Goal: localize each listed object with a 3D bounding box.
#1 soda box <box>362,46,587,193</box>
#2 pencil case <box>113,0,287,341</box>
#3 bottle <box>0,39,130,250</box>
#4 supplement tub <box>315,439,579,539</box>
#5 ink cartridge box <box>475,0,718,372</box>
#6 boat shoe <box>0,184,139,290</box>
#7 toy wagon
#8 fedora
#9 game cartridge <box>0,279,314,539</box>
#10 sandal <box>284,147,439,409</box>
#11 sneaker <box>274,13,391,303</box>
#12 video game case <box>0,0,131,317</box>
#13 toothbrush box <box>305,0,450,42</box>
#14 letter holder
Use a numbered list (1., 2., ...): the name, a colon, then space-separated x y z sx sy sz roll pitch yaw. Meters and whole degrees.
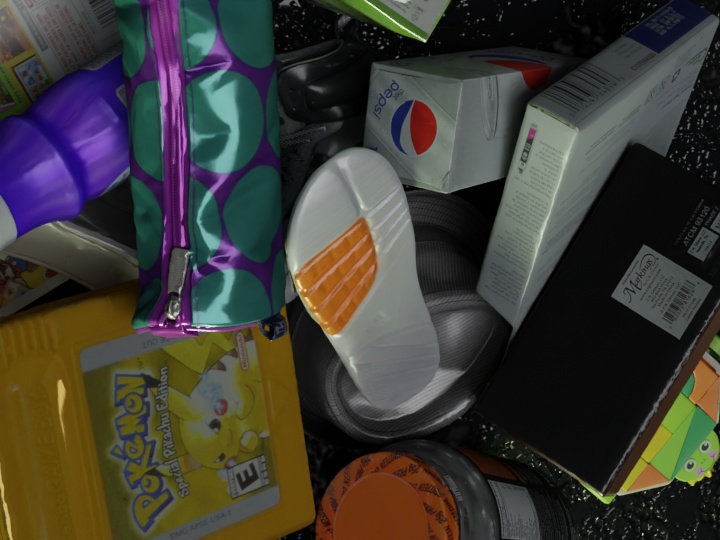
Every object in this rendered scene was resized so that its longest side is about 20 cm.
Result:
1. soda box: 0.078 -0.099 0.863 0.199 0.063 0.069 -18 119 -57
2. pencil case: -0.083 -0.065 0.713 0.084 0.092 0.202 2 105 15
3. bottle: -0.142 -0.083 0.770 0.200 0.083 0.065 -42 97 -32
4. supplement tub: 0.060 0.181 0.930 0.199 0.122 0.123 23 99 -56
5. ink cartridge box: 0.149 -0.058 0.908 0.196 0.043 0.201 -37 151 -43
6. boat shoe: -0.181 -0.038 0.827 0.199 0.057 0.067 33 129 -24
7. toy wagon: 0.221 0.106 1.058 0.200 0.040 0.156 39 90 -27
8. fedora: 0.034 0.046 0.935 0.198 0.090 0.178 -24 114 -13
9. game cartridge: -0.121 0.095 0.791 0.199 0.032 0.178 -18 105 -39
10. sandal: -0.007 0.005 0.829 0.079 0.059 0.208 -31 137 -13
11. sneaker: -0.044 -0.071 0.879 0.200 0.075 0.114 -49 117 -7
12. video game case: -0.198 -0.095 0.837 0.181 0.023 0.201 -32 116 -10
13. toothbrush box: -0.034 -0.211 0.764 0.145 0.200 0.087 30 95 -27
14. letter holder: 0.181 0.040 0.921 0.201 0.100 0.142 -58 160 1
